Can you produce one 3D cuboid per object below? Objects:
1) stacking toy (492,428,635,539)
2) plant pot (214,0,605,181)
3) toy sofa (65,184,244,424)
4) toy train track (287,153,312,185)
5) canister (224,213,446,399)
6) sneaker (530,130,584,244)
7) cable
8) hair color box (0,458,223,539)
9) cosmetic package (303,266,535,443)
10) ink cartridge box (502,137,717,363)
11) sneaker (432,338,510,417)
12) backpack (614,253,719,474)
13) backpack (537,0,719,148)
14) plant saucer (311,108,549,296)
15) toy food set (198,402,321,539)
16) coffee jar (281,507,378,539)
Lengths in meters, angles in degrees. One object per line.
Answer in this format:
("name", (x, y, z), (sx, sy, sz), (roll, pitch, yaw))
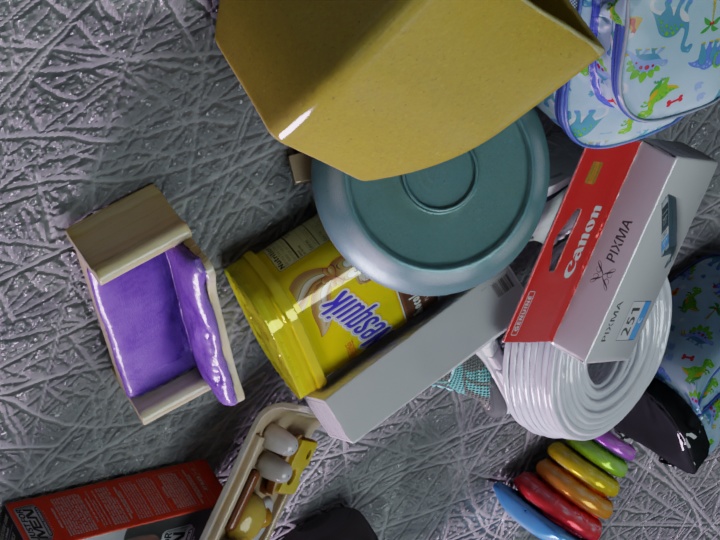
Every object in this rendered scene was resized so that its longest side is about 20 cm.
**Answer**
("stacking toy", (0.243, 0.193, 2.169), (0.200, 0.116, 0.110), (-57, 142, 2))
("plant pot", (0.013, -0.181, 1.485), (0.200, 0.195, 0.195), (-44, 144, 19))
("toy sofa", (-0.161, 0.039, 1.642), (0.083, 0.098, 0.200), (-27, 144, -15))
("toy train track", (0.038, -0.103, 1.689), (0.199, 0.115, 0.033), (-14, 177, -10))
("canister", (0.000, 0.000, 1.748), (0.200, 0.087, 0.149), (-34, 144, -9))
("sneaker", (0.177, -0.068, 1.811), (0.199, 0.076, 0.081), (-15, 127, -42))
("cable", (0.214, 0.065, 1.950), (0.200, 0.069, 0.201), (28, 82, -53))
("hair color box", (-0.221, 0.239, 1.837), (0.199, 0.061, 0.102), (-10, 136, -32))
("cosmetic package", (0.050, 0.071, 1.788), (0.200, 0.083, 0.051), (-36, 100, -12))
("ink cartridge box", (0.218, -0.017, 1.790), (0.176, 0.045, 0.201), (1, 115, -57))
("sneaker", (0.086, 0.080, 1.934), (0.091, 0.078, 0.200), (-23, 140, 5))
("backpack", (0.343, 0.081, 2.074), (0.199, 0.163, 0.154), (-29, 129, -23))
("backpack", (0.218, -0.197, 1.653), (0.182, 0.147, 0.201), (-15, 132, -28))
("plant saucer", (0.060, -0.079, 1.653), (0.199, 0.027, 0.201), (-1, 93, -14))
("toy food set", (-0.075, 0.215, 1.862), (0.201, 0.060, 0.143), (-65, 160, 0))
("coffee jar", (-0.020, 0.323, 2.078), (0.104, 0.085, 0.200), (-25, 143, -12))
